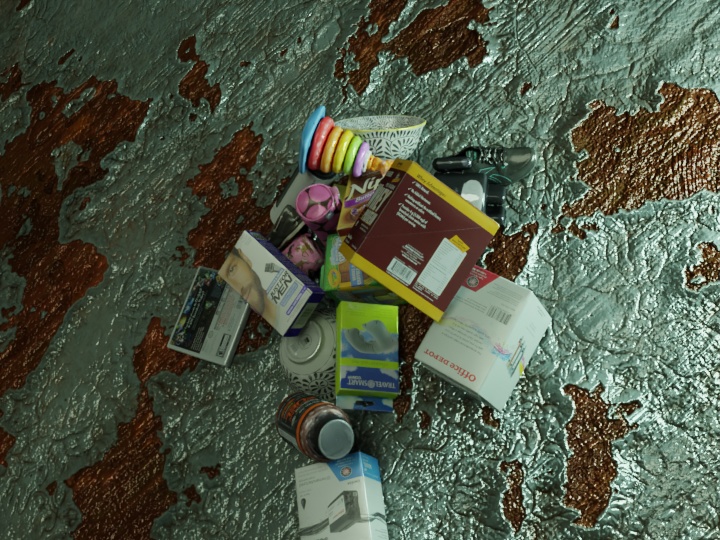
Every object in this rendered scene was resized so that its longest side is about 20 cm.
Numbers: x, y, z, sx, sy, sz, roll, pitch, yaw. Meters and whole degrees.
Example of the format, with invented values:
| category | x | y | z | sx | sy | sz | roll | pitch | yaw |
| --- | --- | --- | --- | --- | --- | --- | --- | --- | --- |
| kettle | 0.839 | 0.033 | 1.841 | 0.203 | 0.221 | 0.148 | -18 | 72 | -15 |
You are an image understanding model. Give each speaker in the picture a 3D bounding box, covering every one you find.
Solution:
| category | x | y | z | sx | sy | sz | roll | pitch | yaw |
| --- | --- | --- | --- | --- | --- | --- | --- | --- | --- |
| speaker | -0.124 | -0.166 | 1.733 | 0.200 | 0.080 | 0.082 | -50 | 44 | 47 |

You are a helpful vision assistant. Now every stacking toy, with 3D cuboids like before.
| category | x | y | z | sx | sy | sz | roll | pitch | yaw |
| --- | --- | --- | --- | --- | --- | --- | --- | --- | --- |
| stacking toy | -0.019 | -0.229 | 1.596 | 0.197 | 0.110 | 0.117 | 19 | 61 | 4 |

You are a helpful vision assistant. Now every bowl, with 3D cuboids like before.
| category | x | y | z | sx | sy | sz | roll | pitch | yaw |
| --- | --- | --- | --- | --- | --- | --- | --- | --- | --- |
| bowl | -0.096 | 0.155 | 1.626 | 0.197 | 0.094 | 0.204 | -12 | 62 | 23 |
| bowl | 0.040 | -0.267 | 1.711 | 0.198 | 0.200 | 0.096 | 10 | 112 | 30 |

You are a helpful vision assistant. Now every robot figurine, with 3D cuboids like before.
| category | x | y | z | sx | sy | sz | roll | pitch | yaw |
| --- | --- | --- | --- | --- | --- | --- | --- | --- | --- |
| robot figurine | 0.185 | -0.131 | 1.576 | 0.196 | 0.125 | 0.153 | 2 | 73 | 11 |

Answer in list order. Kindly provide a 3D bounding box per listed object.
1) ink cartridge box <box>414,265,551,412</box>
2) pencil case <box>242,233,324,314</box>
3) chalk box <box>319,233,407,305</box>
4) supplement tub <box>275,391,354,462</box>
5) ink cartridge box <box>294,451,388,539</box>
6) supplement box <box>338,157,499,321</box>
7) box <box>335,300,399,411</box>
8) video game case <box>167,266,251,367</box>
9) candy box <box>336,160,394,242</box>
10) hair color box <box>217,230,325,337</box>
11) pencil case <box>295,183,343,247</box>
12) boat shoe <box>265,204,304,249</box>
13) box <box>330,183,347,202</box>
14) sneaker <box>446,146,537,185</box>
| category | x | y | z | sx | sy | sz | roll | pitch | yaw |
| --- | --- | --- | --- | --- | --- | --- | --- | --- | --- |
| ink cartridge box | 0.220 | 0.121 | 1.443 | 0.144 | 0.145 | 0.202 | 27 | 82 | 34 |
| pencil case | -0.165 | 0.008 | 1.733 | 0.199 | 0.087 | 0.083 | -39 | 49 | 4 |
| chalk box | 0.000 | 0.000 | 1.626 | 0.197 | 0.124 | 0.127 | -8 | 65 | 23 |
| supplement tub | -0.081 | 0.292 | 1.498 | 0.108 | 0.106 | 0.199 | -64 | 23 | -10 |
| ink cartridge box | -0.033 | 0.451 | 1.466 | 0.143 | 0.084 | 0.203 | -19 | 61 | 19 |
| supplement box | 0.099 | -0.058 | 1.431 | 0.202 | 0.196 | 0.133 | -56 | 14 | 3 |
| box | 0.012 | 0.165 | 1.559 | 0.120 | 0.048 | 0.204 | 5 | 65 | -12 |
| video game case | -0.330 | 0.101 | 1.817 | 0.179 | 0.023 | 0.203 | 12 | 75 | 31 |
| candy box | 0.027 | -0.133 | 1.590 | 0.115 | 0.057 | 0.202 | -10 | 38 | 17 |
| hair color box | -0.177 | 0.025 | 1.592 | 0.199 | 0.065 | 0.110 | 41 | 104 | 22 |
| pencil case | -0.059 | -0.104 | 1.660 | 0.093 | 0.200 | 0.091 | -36 | 67 | 1 |
| boat shoe | -0.187 | -0.072 | 1.754 | 0.057 | 0.067 | 0.200 | 46 | 129 | -4 |
| box | 0.019 | -0.133 | 1.706 | 0.197 | 0.075 | 0.051 | 15 | 73 | 33 |
| sneaker | 0.254 | -0.211 | 1.616 | 0.197 | 0.079 | 0.077 | -12 | 63 | 21 |
